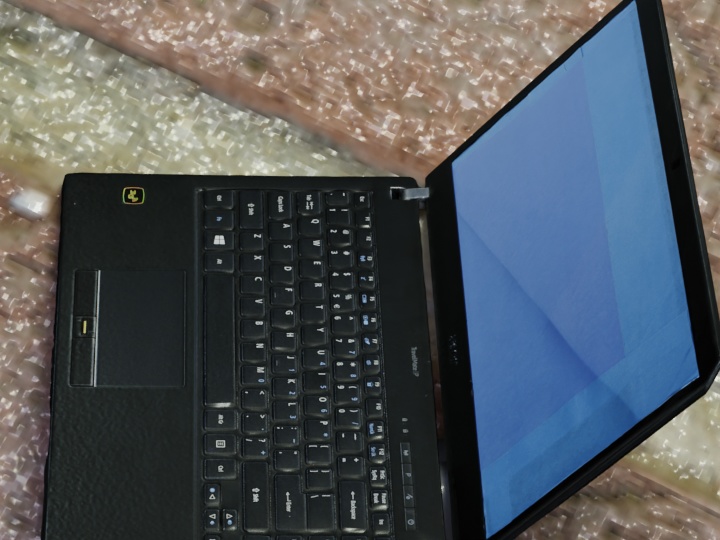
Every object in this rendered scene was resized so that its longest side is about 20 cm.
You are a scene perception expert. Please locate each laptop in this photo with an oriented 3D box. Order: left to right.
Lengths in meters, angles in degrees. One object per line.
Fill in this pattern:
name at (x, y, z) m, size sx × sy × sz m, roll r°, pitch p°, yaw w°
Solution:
laptop at (0.000, 0.000, 0.834) m, size 0.198 × 0.104 × 0.178 m, roll 1°, pitch 45°, yaw -4°

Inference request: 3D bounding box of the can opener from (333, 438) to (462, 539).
can opener at (-0.046, 0.118, 0.852) m, size 0.199 × 0.053 × 0.067 m, roll -19°, pitch 104°, yaw -12°
